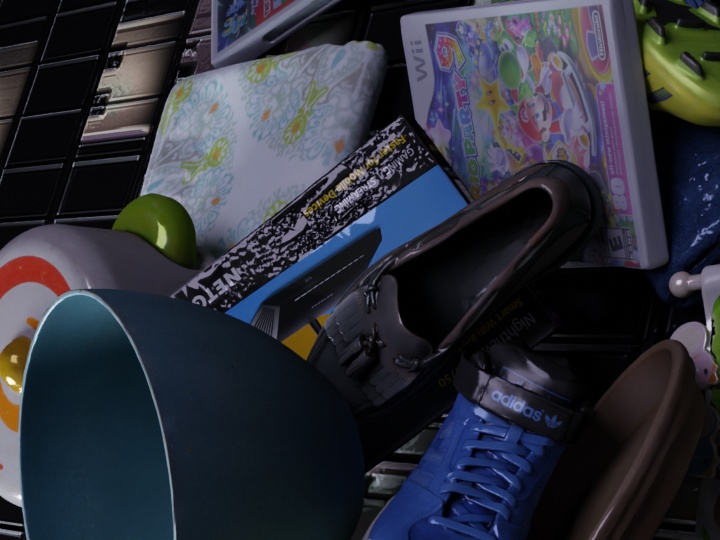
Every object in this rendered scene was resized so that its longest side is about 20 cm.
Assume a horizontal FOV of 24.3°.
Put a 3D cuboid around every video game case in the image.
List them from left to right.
[{"bbox_3d":[-0.040,-0.262,1.241,0.182,0.023,0.201,-29,46,30],"label":"video game case"},{"bbox_3d":[0.091,-0.078,0.931,0.200,0.018,0.144,8,111,59],"label":"video game case"}]

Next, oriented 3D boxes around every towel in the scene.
[{"bbox_3d":[-0.077,-0.069,1.159,0.199,0.048,0.172,-4,66,43],"label":"towel"},{"bbox_3d":[0.172,-0.081,0.922,0.112,0.048,0.201,-41,45,21],"label":"towel"}]

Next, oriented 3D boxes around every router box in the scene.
[{"bbox_3d":[-0.006,0.031,0.955,0.200,0.051,0.149,-38,83,12],"label":"router box"}]

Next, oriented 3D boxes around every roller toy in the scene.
[{"bbox_3d":[-0.170,0.066,1.076,0.182,0.139,0.201,-40,59,36],"label":"roller toy"}]

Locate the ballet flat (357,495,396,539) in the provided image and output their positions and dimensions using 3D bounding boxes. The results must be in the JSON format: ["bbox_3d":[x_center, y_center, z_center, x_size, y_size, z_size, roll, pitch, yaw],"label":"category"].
[{"bbox_3d":[0.015,0.171,0.842,0.067,0.067,0.200,-41,6,20],"label":"ballet flat"}]

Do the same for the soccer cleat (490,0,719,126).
[{"bbox_3d":[0.140,-0.119,0.908,0.200,0.064,0.084,46,131,44],"label":"soccer cleat"}]

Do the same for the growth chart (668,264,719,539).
[{"bbox_3d":[0.213,0.080,0.795,0.144,0.018,0.201,-20,65,35],"label":"growth chart"}]

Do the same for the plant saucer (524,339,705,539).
[{"bbox_3d":[0.107,0.124,0.807,0.201,0.029,0.200,-56,0,0],"label":"plant saucer"}]

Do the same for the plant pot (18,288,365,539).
[{"bbox_3d":[-0.077,0.106,0.852,0.200,0.134,0.202,10,102,58],"label":"plant pot"}]

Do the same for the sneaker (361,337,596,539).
[{"bbox_3d":[0.062,0.095,0.827,0.076,0.200,0.112,26,110,9],"label":"sneaker"}]

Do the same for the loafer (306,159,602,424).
[{"bbox_3d":[0.037,0.011,0.878,0.200,0.063,0.072,-41,78,16],"label":"loafer"}]
